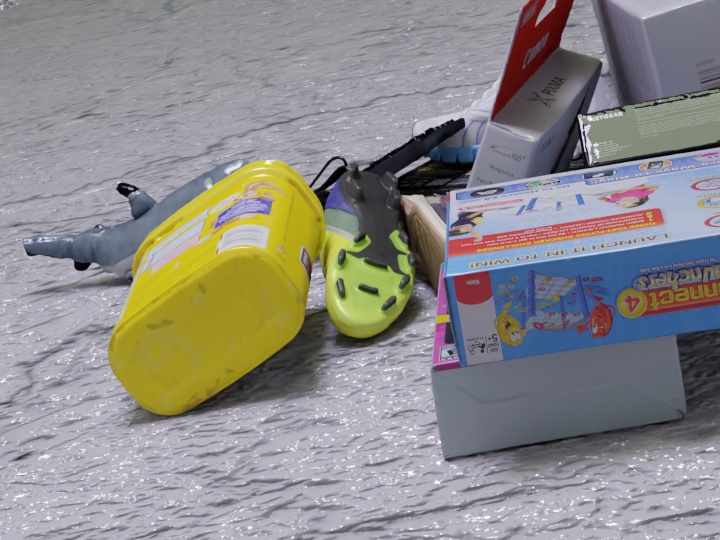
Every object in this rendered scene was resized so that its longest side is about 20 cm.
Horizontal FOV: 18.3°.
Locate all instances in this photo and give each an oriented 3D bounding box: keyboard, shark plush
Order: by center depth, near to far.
[{"bbox_3d":[-0.012,-0.074,1.806,0.200,0.040,0.104,-32,3,35],"label":"keyboard"},{"bbox_3d":[-0.179,-0.039,1.870,0.199,0.084,0.091,-6,16,21],"label":"shark plush"}]

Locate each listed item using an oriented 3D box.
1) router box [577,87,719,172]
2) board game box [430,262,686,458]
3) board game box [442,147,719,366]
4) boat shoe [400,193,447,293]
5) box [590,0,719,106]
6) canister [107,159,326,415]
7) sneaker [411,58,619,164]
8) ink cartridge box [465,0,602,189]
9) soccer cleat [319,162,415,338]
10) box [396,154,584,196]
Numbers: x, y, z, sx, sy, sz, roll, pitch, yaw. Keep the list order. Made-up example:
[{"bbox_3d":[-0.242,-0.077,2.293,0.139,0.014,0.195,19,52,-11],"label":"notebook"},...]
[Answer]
[{"bbox_3d":[0.251,-0.058,1.487,0.199,0.149,0.051,-10,51,5],"label":"router box"},{"bbox_3d":[0.121,0.041,1.390,0.147,0.065,0.200,-9,15,6],"label":"board game box"},{"bbox_3d":[0.152,-0.013,1.340,0.199,0.056,0.196,-9,16,6],"label":"board game box"},{"bbox_3d":[0.073,-0.024,1.648,0.065,0.072,0.200,-16,12,-6],"label":"boat shoe"},{"bbox_3d":[0.249,-0.142,1.628,0.106,0.153,0.200,-17,16,-1],"label":"box"},{"bbox_3d":[-0.099,0.010,1.570,0.148,0.087,0.200,-34,14,12],"label":"canister"},{"bbox_3d":[0.126,-0.135,1.799,0.199,0.087,0.075,-4,18,34],"label":"sneaker"},{"bbox_3d":[0.133,-0.126,1.600,0.043,0.174,0.200,22,27,10],"label":"ink cartridge box"},{"bbox_3d":[0.001,0.000,1.649,0.064,0.084,0.200,14,32,-9],"label":"soccer cleat"},{"bbox_3d":[0.130,-0.068,1.802,0.199,0.050,0.160,-1,16,35],"label":"box"}]
